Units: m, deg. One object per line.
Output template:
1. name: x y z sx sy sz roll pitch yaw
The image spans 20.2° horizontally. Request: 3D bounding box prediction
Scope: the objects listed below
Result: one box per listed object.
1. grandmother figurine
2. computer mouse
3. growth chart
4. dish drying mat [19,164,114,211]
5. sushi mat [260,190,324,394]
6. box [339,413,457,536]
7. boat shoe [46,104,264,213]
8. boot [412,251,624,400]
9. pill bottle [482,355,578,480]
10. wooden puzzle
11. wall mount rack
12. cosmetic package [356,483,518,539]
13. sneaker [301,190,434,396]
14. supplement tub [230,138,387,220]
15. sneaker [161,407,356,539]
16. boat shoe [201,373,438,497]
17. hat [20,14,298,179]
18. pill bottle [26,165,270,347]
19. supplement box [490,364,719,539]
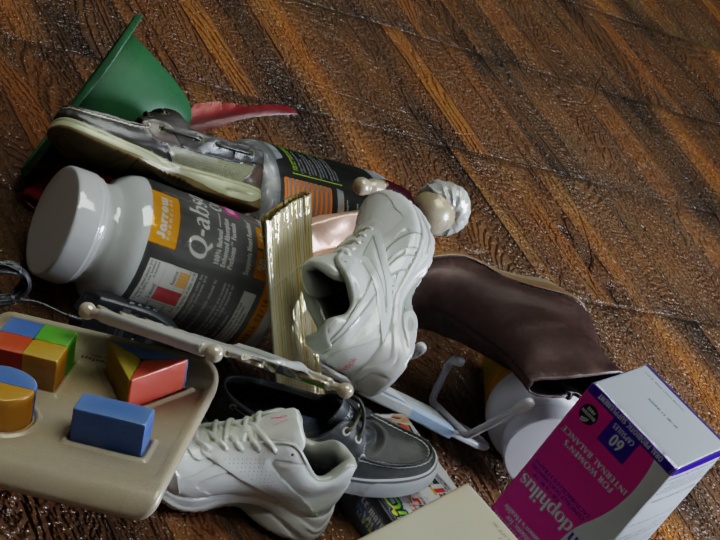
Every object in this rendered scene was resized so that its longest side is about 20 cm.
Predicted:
1. grandmother figurine: 0.011 -0.032 1.795 0.199 0.122 0.061 -20 57 -26
2. computer mouse: -0.236 0.032 1.599 0.199 0.059 0.034 21 12 -20
3. growth chart: -0.112 0.059 1.548 0.144 0.018 0.200 16 -3 34
4. dish drying mat: -0.236 -0.082 1.817 0.077 0.018 0.200 32 28 1
5. sushi mat: -0.054 0.039 1.675 0.012 0.201 0.096 4 19 22
6. box: 0.043 0.200 1.670 0.110 0.035 0.200 5 40 -46
7. boat shoe: -0.169 -0.103 1.692 0.200 0.073 0.065 22 71 -33
8. boot: 0.121 0.052 1.784 0.199 0.073 0.166 2 28 -19
9. pill bottle: 0.170 0.116 1.875 0.111 0.111 0.200 29 27 -14
10. wooden puzzle: -0.210 0.091 1.464 0.184 0.046 0.200 13 28 4
11. wall mount rack: 0.055 0.096 1.766 0.200 0.075 0.174 26 4 -23
12. cosmetic package: 0.035 0.246 1.501 0.104 0.073 0.200 47 39 19
13. sneaker: 0.000 0.000 1.665 0.099 0.078 0.201 32 42 -25
14. supplement tub: -0.070 -0.050 1.847 0.199 0.123 0.123 14 34 -38
15. sneaker: -0.091 0.135 1.543 0.199 0.099 0.078 18 31 -33
16. boat shoe: -0.028 0.125 1.619 0.199 0.066 0.070 17 43 -6
17. hat: -0.168 -0.112 1.760 0.176 0.200 0.166 37 -4 -10
18. pill bottle: -0.167 -0.011 1.674 0.199 0.117 0.117 20 30 -30
19. supplement box: 0.193 0.189 1.684 0.101 0.200 0.103 46 29 21
